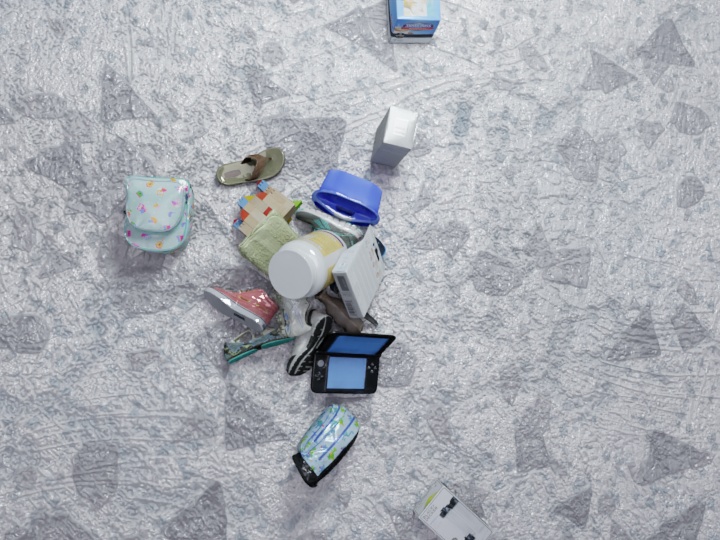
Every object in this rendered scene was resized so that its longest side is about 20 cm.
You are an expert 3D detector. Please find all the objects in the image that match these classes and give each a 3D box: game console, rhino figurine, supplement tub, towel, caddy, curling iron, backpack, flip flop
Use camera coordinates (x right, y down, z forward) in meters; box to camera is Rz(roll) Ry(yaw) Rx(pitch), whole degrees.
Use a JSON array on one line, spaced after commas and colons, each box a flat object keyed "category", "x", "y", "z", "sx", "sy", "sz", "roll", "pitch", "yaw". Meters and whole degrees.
[{"category": "game console", "x": -0.019, "y": 0.252, "z": 1.376, "sx": 0.199, "sy": 0.116, "sz": 0.177, "roll": 7, "pitch": 86, "yaw": -23}, {"category": "rhino figurine", "x": -0.067, "y": 0.107, "z": 1.414, "sx": 0.200, "sy": 0.087, "sz": 0.060, "roll": 44, "pitch": 81, "yaw": -4}, {"category": "supplement tub", "x": -0.129, "y": -0.016, "z": 1.299, "sx": 0.144, "sy": 0.200, "sz": 0.147, "roll": 7, "pitch": 107, "yaw": 22}, {"category": "towel", "x": -0.226, "y": -0.056, "z": 1.368, "sx": 0.149, "sy": 0.200, "sz": 0.036, "roll": -49, "pitch": 49, "yaw": -7}, {"category": "caddy", "x": -0.035, "y": -0.187, "z": 1.404, "sx": 0.199, "sy": 0.141, "sz": 0.106, "roll": 21, "pitch": 72, "yaw": -6}, {"category": "curling iron", "x": -0.005, "y": 0.097, "z": 1.405, "sx": 0.200, "sy": 0.025, "sz": 0.050, "roll": 46, "pitch": 51, "yaw": -35}, {"category": "backpack", "x": -0.527, "y": -0.143, "z": 1.333, "sx": 0.174, "sy": 0.153, "sz": 0.202, "roll": 2, "pitch": 93, "yaw": -14}, {"category": "flip flop", "x": -0.304, "y": -0.288, "z": 1.418, "sx": 0.199, "sy": 0.058, "sz": 0.082, "roll": -17, "pitch": 89, "yaw": -9}, {"category": "backpack", "x": -0.090, "y": 0.457, "z": 1.359, "sx": 0.199, "sy": 0.163, "sz": 0.154, "roll": -30, "pitch": 76, "yaw": -15}]

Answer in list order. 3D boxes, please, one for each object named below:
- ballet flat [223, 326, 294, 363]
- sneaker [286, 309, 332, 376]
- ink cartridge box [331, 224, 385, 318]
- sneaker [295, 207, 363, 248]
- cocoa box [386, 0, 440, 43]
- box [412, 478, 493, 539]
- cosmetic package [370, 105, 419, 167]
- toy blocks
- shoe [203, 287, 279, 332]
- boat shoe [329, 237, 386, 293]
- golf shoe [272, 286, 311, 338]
[{"category": "ballet flat", "x": -0.278, "y": 0.187, "z": 1.387, "sx": 0.199, "sy": 0.074, "sz": 0.075, "roll": -19, "pitch": 89, "yaw": -8}, {"category": "sneaker", "x": -0.150, "y": 0.199, "z": 1.414, "sx": 0.074, "sy": 0.080, "sz": 0.201, "roll": 25, "pitch": 96, "yaw": -49}, {"category": "ink cartridge box", "x": 0.000, "y": 0.000, "z": 1.354, "sx": 0.047, "sy": 0.201, "sz": 0.161, "roll": -1, "pitch": 130, "yaw": 25}, {"category": "sneaker", "x": -0.097, "y": -0.108, "z": 1.420, "sx": 0.199, "sy": 0.078, "sz": 0.092, "roll": 23, "pitch": 85, "yaw": 7}, {"category": "cocoa box", "x": 0.150, "y": -0.787, "z": 1.479, "sx": 0.132, "sy": 0.131, "sz": 0.202, "roll": -2, "pitch": 87, "yaw": -8}, {"category": "box", "x": 0.260, "y": 0.705, "z": 1.439, "sx": 0.200, "sy": 0.060, "sz": 0.117, "roll": 44, "pitch": 81, "yaw": -3}, {"category": "cosmetic package", "x": 0.090, "y": -0.365, "z": 1.412, "sx": 0.089, "sy": 0.200, "sz": 0.108, "roll": 12, "pitch": 87, "yaw": -6}, {"category": "toy blocks", "x": -0.278, "y": -0.161, "z": 1.406, "sx": 0.136, "sy": 0.100, "sz": 0.200, "roll": 39, "pitch": 81, "yaw": 7}, {"category": "shoe", "x": -0.322, "y": 0.084, "z": 1.392, "sx": 0.199, "sy": 0.072, "sz": 0.091, "roll": 28, "pitch": 53, "yaw": 11}, {"category": "boat shoe", "x": -0.019, "y": -0.020, "z": 1.438, "sx": 0.200, "sy": 0.084, "sz": 0.069, "roll": -44, "pitch": 113, "yaw": -22}, {"category": "golf shoe", "x": -0.180, "y": 0.076, "z": 1.362, "sx": 0.097, "sy": 0.078, "sz": 0.202, "roll": -5, "pitch": 88, "yaw": -21}]
